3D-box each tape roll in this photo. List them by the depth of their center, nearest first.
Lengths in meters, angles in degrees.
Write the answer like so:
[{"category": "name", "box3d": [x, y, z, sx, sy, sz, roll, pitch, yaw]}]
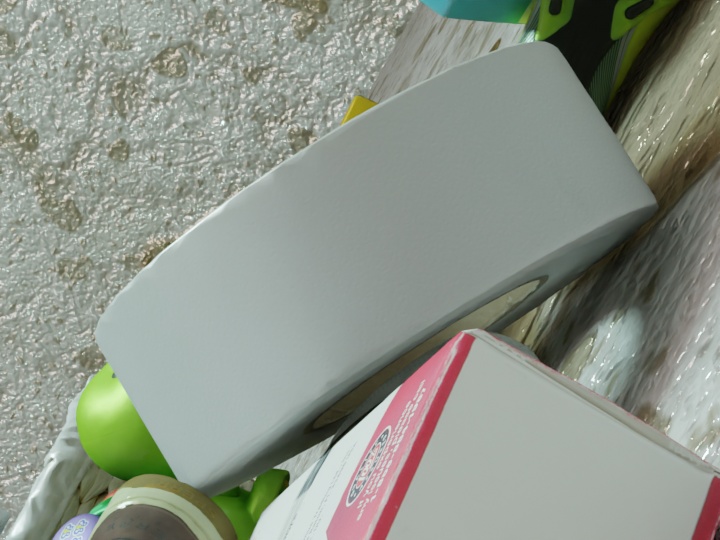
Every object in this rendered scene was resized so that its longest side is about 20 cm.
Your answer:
[{"category": "tape roll", "box3d": [0.007, 0.002, 0.653, 0.202, 0.071, 0.202, -32, -8, -5]}]

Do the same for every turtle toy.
[{"category": "turtle toy", "box3d": [-0.084, 0.126, 0.745, 0.146, 0.100, 0.201, -15, -60, -83]}]

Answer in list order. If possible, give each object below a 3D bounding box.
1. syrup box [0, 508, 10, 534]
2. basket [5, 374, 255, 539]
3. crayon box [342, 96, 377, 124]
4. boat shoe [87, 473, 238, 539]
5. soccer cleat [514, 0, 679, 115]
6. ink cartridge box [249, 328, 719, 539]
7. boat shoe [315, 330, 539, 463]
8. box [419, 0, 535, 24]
[{"category": "syrup box", "box3d": [-0.234, 0.147, 0.899, 0.082, 0.078, 0.200, -63, 5, -7]}, {"category": "basket", "box3d": [-0.129, 0.190, 0.957, 0.201, 0.160, 0.198, -60, 6, 5]}, {"category": "crayon box", "box3d": [0.000, 0.000, 0.902, 0.127, 0.051, 0.200, -63, -14, -16]}, {"category": "boat shoe", "box3d": [-0.099, 0.165, 0.625, 0.066, 0.071, 0.202, -33, -33, -60]}, {"category": "soccer cleat", "box3d": [0.105, -0.114, 0.844, 0.201, 0.064, 0.084, -61, 3, 10]}, {"category": "ink cartridge box", "box3d": [0.002, 0.123, 0.496, 0.145, 0.084, 0.200, -63, 6, -27]}, {"category": "boat shoe", "box3d": [0.012, 0.081, 0.662, 0.200, 0.074, 0.069, -57, 12, 42]}, {"category": "box", "box3d": [0.087, -0.163, 0.859, 0.200, 0.049, 0.083, -10, -46, -59]}]
